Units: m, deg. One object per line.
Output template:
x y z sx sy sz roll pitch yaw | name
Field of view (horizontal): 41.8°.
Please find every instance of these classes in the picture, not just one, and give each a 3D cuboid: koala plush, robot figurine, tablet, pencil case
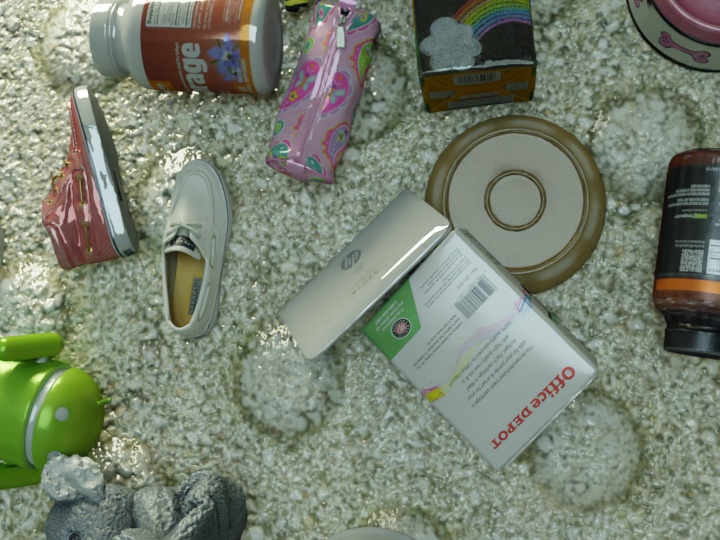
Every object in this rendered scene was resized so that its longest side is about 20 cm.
-0.235 0.276 0.967 0.198 0.184 0.179 9 125 18 | koala plush
-0.367 0.148 1.017 0.198 0.116 0.178 15 101 7 | robot figurine
0.000 0.000 0.995 0.200 0.130 0.014 -43 119 0 | tablet
-0.040 -0.197 1.035 0.087 0.087 0.202 18 86 9 | pencil case

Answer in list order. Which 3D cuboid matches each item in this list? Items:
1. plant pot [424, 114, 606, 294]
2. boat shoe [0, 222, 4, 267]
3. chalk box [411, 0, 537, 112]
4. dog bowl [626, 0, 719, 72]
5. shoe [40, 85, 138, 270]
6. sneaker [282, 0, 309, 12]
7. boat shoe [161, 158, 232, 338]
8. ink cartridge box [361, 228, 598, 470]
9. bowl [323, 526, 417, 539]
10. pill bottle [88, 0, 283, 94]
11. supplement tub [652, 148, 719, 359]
0.167 -0.074 1.023 0.197 0.027 0.203 -1 83 6 | plant pot
-0.468 0.016 1.062 0.074 0.086 0.204 16 86 9 | boat shoe
0.118 -0.289 1.008 0.123 0.124 0.203 -4 81 7 | chalk box
0.388 -0.319 1.001 0.197 0.074 0.203 -1 84 7 | dog bowl
-0.320 -0.104 1.065 0.090 0.071 0.202 -16 86 -1 | shoe
-0.135 -0.357 1.073 0.199 0.075 0.077 28 114 20 | sneaker
-0.187 -0.027 1.040 0.070 0.070 0.203 4 84 8 | boat shoe
0.124 0.078 0.968 0.200 0.084 0.145 45 102 9 | ink cartridge box
0.006 0.368 0.957 0.198 0.090 0.204 -1 82 7 | bowl
-0.192 -0.255 1.048 0.197 0.112 0.114 3 83 8 | pill bottle
0.353 -0.014 0.952 0.106 0.107 0.203 9 85 8 | supplement tub
